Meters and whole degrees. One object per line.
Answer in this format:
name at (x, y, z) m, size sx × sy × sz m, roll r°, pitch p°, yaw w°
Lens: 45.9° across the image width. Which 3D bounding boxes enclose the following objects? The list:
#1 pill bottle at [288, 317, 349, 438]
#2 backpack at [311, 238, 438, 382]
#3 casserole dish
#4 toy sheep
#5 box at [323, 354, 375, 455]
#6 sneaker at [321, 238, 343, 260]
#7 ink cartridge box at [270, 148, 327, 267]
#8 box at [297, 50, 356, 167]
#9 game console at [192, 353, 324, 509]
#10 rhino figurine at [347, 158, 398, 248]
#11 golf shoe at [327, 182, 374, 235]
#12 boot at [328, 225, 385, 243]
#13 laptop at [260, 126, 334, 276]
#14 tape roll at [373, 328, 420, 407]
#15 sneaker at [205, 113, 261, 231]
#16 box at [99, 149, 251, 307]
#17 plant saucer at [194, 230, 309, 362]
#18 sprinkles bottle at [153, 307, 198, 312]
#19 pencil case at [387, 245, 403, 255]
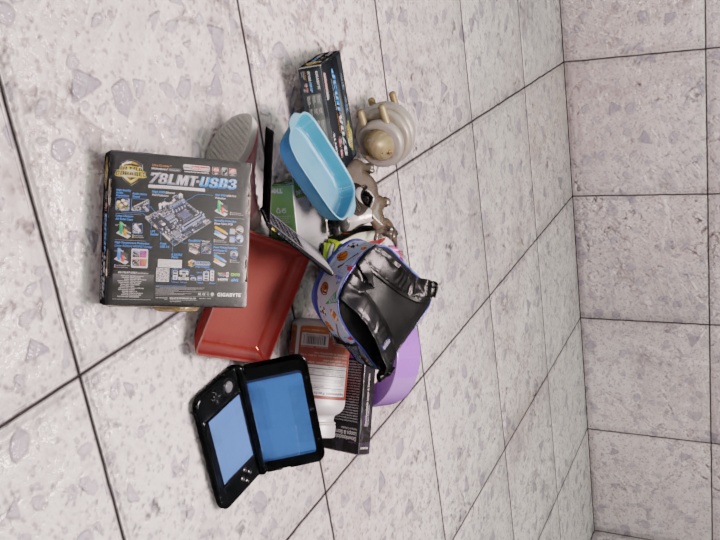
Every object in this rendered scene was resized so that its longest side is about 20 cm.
pill bottle at (-0.078, 0.191, 1.517) m, size 0.112 × 0.110 × 0.205 m, roll 16°, pitch 78°, yaw -61°
backpack at (0.010, 0.043, 1.418) m, size 0.202 × 0.152 × 0.191 m, roll -57°, pitch 136°, yaw -22°
casserole dish at (-0.075, -0.170, 1.433) m, size 0.202 × 0.038 × 0.122 m, roll 56°, pitch 32°, yaw -27°
toy sheep at (0.052, -0.282, 1.724) m, size 0.201 × 0.135 × 0.141 m, roll -53°, pitch 136°, yaw -56°
box at (-0.033, 0.229, 1.569) m, size 0.036 × 0.141 × 0.205 m, roll 11°, pitch 82°, yaw -42°
sneaker at (0.000, 0.000, 1.567) m, size 0.199 × 0.079 × 0.076 m, roll 25°, pitch 78°, yaw -62°
ink cartridge box at (-0.111, -0.110, 1.492) m, size 0.103 × 0.058 × 0.205 m, roll -26°, pitch 114°, yaw -59°
box at (-0.058, -0.287, 1.560) m, size 0.159 × 0.045 × 0.205 m, roll -61°, pitch 144°, yaw -65°
game console at (-0.159, 0.258, 1.363) m, size 0.176 × 0.114 × 0.204 m, roll -40°, pitch 126°, yaw -54°
rhino figurine at (0.021, -0.131, 1.659) m, size 0.203 × 0.059 × 0.087 m, roll 63°, pitch 21°, yaw 5°
golf shoe at (-0.022, -0.130, 1.569) m, size 0.202 × 0.092 × 0.079 m, roll -101°, pitch -177°, yaw -54°
boot at (-0.011, -0.006, 1.680) m, size 0.199 × 0.071 × 0.148 m, roll -26°, pitch 115°, yaw -51°
laptop at (-0.099, -0.113, 1.336) m, size 0.199 × 0.187 × 0.117 m, roll 38°, pitch 94°, yaw -15°
tape roll at (0.021, 0.153, 1.598) m, size 0.065 × 0.198 × 0.206 m, roll 2°, pitch 90°, yaw -43°
sneaker at (-0.192, -0.135, 1.327) m, size 0.105 × 0.074 × 0.205 m, roll 41°, pitch 59°, yaw -57°
box at (-0.247, -0.052, 1.149) m, size 0.196 × 0.049 × 0.204 m, roll 1°, pitch 89°, yaw -27°
plant saucer at (-0.176, 0.042, 1.353) m, size 0.199 × 0.036 × 0.204 m, roll 19°, pitch 93°, yaw -61°
sprinkles bottle at (-0.259, -0.045, 1.209) m, size 0.068 × 0.067 × 0.205 m, roll 0°, pitch 92°, yaw -61°
pencil case at (0.042, 0.050, 1.759) m, size 0.083 × 0.085 × 0.205 m, roll 19°, pitch 75°, yaw -67°
